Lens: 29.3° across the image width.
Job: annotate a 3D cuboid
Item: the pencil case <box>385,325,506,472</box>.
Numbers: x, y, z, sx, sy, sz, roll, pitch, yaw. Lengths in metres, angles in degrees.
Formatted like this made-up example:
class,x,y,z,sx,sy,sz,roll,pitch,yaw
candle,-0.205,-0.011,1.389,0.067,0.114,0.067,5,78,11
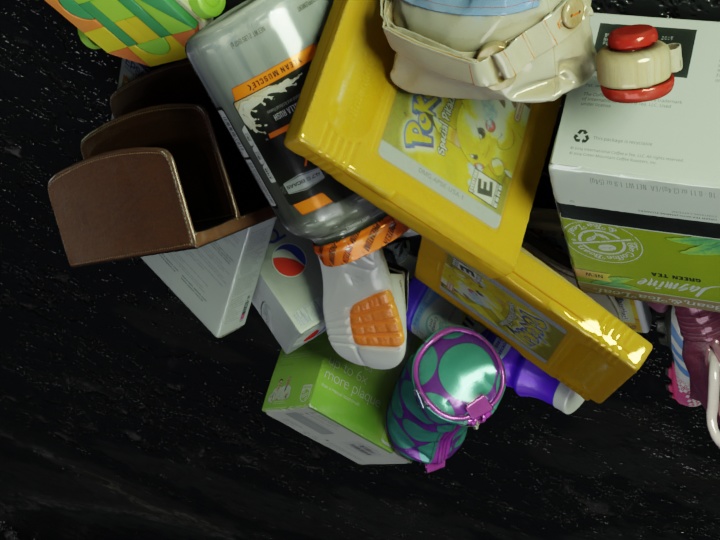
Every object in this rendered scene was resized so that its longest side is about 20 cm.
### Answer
class,x,y,z,sx,sy,sz,roll,pitch,yaw
pencil case,0.075,0.122,1.280,0.084,0.093,0.200,-16,164,-11

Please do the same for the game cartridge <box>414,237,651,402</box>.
class,x,y,z,sx,sy,sz,roll,pitch,yaw
game cartridge,0.134,0.031,1.135,0.199,0.033,0.176,38,168,9

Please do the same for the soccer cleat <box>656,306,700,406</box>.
class,x,y,z,sx,sy,sz,roll,pitch,yaw
soccer cleat,0.343,0.084,1.348,0.085,0.070,0.200,7,154,23

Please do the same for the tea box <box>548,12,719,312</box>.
class,x,y,z,sx,sy,sz,roll,pitch,yaw
tea box,0.255,-0.070,0.996,0.198,0.135,0.197,8,156,21

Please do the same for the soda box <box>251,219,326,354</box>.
class,x,y,z,sx,sy,sz,roll,pitch,yaw
soda box,-0.093,-0.026,1.297,0.201,0.063,0.068,56,157,8

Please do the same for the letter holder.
class,x,y,z,sx,sy,sz,roll,pitch,yaw
letter holder,-0.175,-0.092,1.149,0.199,0.100,0.144,-6,104,49

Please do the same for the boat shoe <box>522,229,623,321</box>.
class,x,y,z,sx,sy,sz,roll,pitch,yaw
boat shoe,0.174,0.003,1.276,0.067,0.057,0.199,-42,129,21

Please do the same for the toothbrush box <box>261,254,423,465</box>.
class,x,y,z,sx,sy,sz,roll,pitch,yaw
toothbrush box,0.003,0.080,1.417,0.145,0.202,0.086,33,152,-32

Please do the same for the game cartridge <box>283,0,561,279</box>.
class,x,y,z,sx,sy,sz,roll,pitch,yaw
game cartridge,0.053,-0.117,0.985,0.199,0.178,0.032,31,154,-30

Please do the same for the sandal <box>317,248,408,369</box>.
class,x,y,z,sx,sy,sz,roll,pitch,yaw
sandal,0.007,0.001,1.207,0.078,0.059,0.208,12,134,22

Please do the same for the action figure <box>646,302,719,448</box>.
class,x,y,z,sx,sy,sz,roll,pitch,yaw
action figure,0.297,0.046,1.198,0.133,0.149,0.201,-17,107,34

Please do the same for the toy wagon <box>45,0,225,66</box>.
class,x,y,z,sx,sy,sz,roll,pitch,yaw
toy wagon,-0.207,-0.234,1.087,0.154,0.040,0.200,-5,148,41

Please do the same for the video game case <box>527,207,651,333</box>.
class,x,y,z,sx,sy,sz,roll,pitch,yaw
video game case,0.181,-0.003,1.335,0.180,0.023,0.200,8,153,23

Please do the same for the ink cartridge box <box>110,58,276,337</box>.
class,x,y,z,sx,sy,sz,roll,pitch,yaw
ink cartridge box,-0.158,-0.073,1.248,0.196,0.043,0.201,44,136,23

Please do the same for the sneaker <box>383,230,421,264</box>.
class,x,y,z,sx,sy,sz,roll,pitch,yaw
sneaker,0.031,-0.046,1.289,0.199,0.076,0.114,6,155,40

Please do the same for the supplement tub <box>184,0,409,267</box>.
class,x,y,z,sx,sy,sz,roll,pitch,yaw
supplement tub,-0.034,-0.112,1.032,0.122,0.122,0.201,-13,112,50

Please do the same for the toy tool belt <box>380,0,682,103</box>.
class,x,y,z,sx,sy,sz,roll,pitch,yaw
toy tool belt,0.104,-0.176,0.884,0.198,0.125,0.124,9,119,37

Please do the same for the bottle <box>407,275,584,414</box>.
class,x,y,z,sx,sy,sz,roll,pitch,yaw
bottle,0.130,0.064,1.310,0.199,0.084,0.065,35,-171,29
